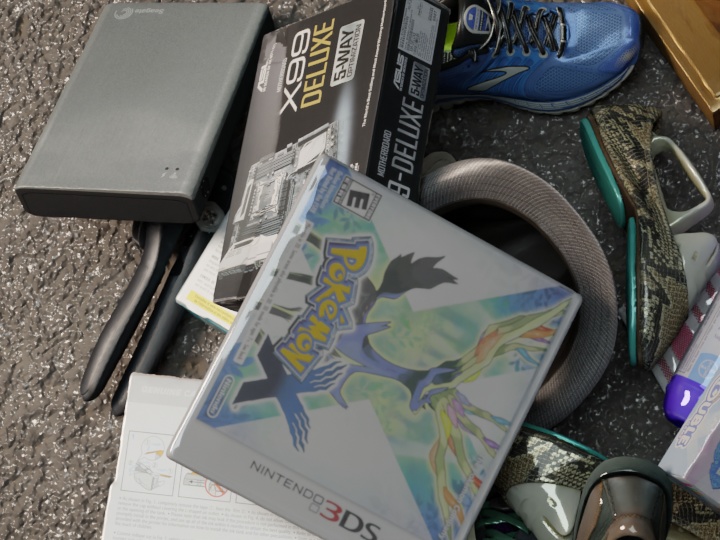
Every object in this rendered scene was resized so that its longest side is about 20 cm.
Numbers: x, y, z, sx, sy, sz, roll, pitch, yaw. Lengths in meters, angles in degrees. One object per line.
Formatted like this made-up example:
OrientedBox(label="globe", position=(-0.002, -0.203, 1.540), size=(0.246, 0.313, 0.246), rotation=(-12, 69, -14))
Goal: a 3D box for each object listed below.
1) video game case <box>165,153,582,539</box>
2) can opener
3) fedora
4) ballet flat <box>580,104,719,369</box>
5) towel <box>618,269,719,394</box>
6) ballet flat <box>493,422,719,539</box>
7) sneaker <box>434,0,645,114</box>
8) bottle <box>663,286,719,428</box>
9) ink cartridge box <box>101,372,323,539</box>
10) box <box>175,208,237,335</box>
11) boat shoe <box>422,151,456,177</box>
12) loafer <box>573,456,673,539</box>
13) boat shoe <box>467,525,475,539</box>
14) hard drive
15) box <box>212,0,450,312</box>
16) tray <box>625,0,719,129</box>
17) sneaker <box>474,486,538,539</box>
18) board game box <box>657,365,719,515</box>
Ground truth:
OrientedBox(label="video game case", position=(0.010, 0.062, 0.938), size=(0.181, 0.022, 0.201), rotation=(28, 82, -5))
OrientedBox(label="can opener", position=(-0.146, 0.011, 1.160), size=(0.063, 0.079, 0.202), rotation=(21, 81, -18))
OrientedBox(label="fedora", position=(0.090, 0.017, 1.042), size=(0.177, 0.090, 0.200), rotation=(46, 119, 11))
OrientedBox(label="ballet flat", position=(0.196, -0.031, 1.042), size=(0.074, 0.068, 0.202), rotation=(-9, 56, 4))
OrientedBox(label="towel", position=(0.285, 0.033, 1.035), size=(0.199, 0.030, 0.147), rotation=(-32, 67, 5))
OrientedBox(label="ballet flat", position=(0.155, 0.151, 0.985), size=(0.198, 0.068, 0.076), rotation=(18, 58, -3))
OrientedBox(label="sneaker", position=(0.100, -0.157, 1.116), size=(0.198, 0.089, 0.079), rotation=(-6, 73, 14))
OrientedBox(label="bottle", position=(0.267, 0.021, 0.994), size=(0.083, 0.065, 0.201), rotation=(29, 85, 8))
OrientedBox(label="ink cartridge box", position=(-0.077, 0.172, 0.969), size=(0.159, 0.050, 0.202), rotation=(5, 73, 9))
OrientedBox(label="box", position=(-0.044, -0.039, 1.142), size=(0.082, 0.049, 0.201), rotation=(29, 83, 22))
OrientedBox(label="boat shoe", position=(0.000, 0.000, 1.106), size=(0.062, 0.073, 0.201), rotation=(23, 82, 43))
OrientedBox(label="loafer", position=(0.148, 0.207, 0.940), size=(0.071, 0.202, 0.063), rotation=(4, 29, 7))
OrientedBox(label="boat shoe", position=(0.034, 0.159, 0.980), size=(0.067, 0.072, 0.202), rotation=(3, 81, -23))
OrientedBox(label="hard drive", position=(-0.155, -0.121, 1.169), size=(0.138, 0.033, 0.201), rotation=(3, 50, 17))
OrientedBox(label="box", position=(-0.021, -0.074, 1.050), size=(0.157, 0.049, 0.202), rotation=(-9, 67, 52))
OrientedBox(label="tray", position=(0.238, -0.209, 1.121), size=(0.098, 0.037, 0.201), rotation=(-32, 68, 5))
OrientedBox(label="sneaker", position=(0.097, 0.190, 1.009), size=(0.074, 0.088, 0.202), rotation=(-3, 73, 15))
OrientedBox(label="board game box", position=(0.309, 0.091, 0.948), size=(0.198, 0.043, 0.201), rotation=(36, 83, -14))
